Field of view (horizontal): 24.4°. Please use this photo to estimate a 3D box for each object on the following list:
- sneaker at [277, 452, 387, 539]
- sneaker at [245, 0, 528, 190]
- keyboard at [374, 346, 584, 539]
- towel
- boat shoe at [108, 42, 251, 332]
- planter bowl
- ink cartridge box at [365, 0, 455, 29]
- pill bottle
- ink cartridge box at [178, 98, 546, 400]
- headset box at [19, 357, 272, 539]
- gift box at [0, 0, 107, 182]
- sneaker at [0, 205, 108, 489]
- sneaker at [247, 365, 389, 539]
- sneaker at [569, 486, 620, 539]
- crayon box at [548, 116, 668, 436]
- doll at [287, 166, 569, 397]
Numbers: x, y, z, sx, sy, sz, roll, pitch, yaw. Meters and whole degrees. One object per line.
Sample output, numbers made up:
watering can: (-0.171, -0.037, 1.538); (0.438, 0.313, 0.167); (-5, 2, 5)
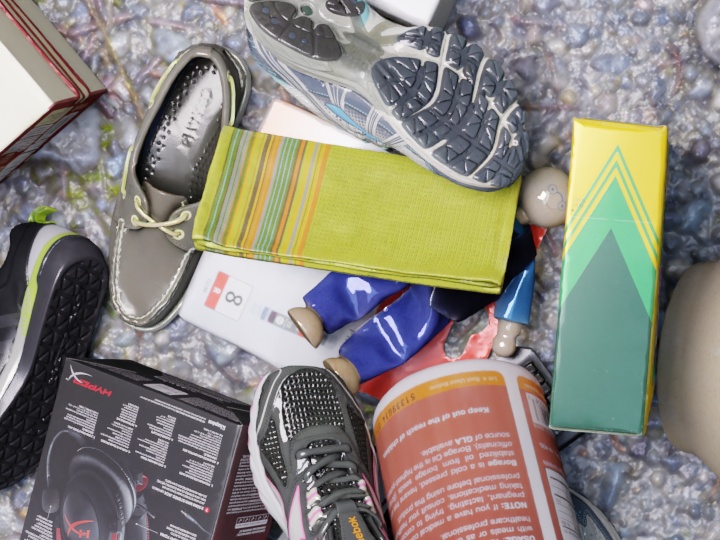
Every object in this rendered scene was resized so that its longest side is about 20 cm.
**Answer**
sneaker: (-0.028, 0.210, 1.066); (0.071, 0.073, 0.200); (41, 74, -14)
sneaker: (0.016, -0.115, 1.039); (0.200, 0.086, 0.078); (36, 69, 3)
keyboard: (0.067, 0.154, 1.108); (0.200, 0.021, 0.127); (-37, 93, 9)
towel: (-0.002, -0.040, 1.053); (0.199, 0.018, 0.086); (9, 71, 8)
boat shoe: (-0.128, -0.055, 1.112); (0.072, 0.060, 0.202); (18, 95, 5)
planter bowl: (0.262, 0.060, 1.010); (0.134, 0.200, 0.201); (5, 93, 31)
ink cartridge box: (-0.013, -0.259, 1.076); (0.200, 0.084, 0.146); (26, 96, 6)
pill bottle: (0.076, 0.163, 0.997); (0.112, 0.112, 0.200); (-16, 55, 8)
ink cartridge box: (0.000, 0.000, 1.102); (0.200, 0.050, 0.163); (26, 96, 9)
headset box: (-0.142, 0.173, 1.094); (0.148, 0.075, 0.201); (17, 94, 29)
gift box: (-0.284, -0.143, 1.077); (0.200, 0.185, 0.187); (-41, 95, 4)
sneaker: (-0.236, 0.054, 1.141); (0.083, 0.072, 0.200); (28, 97, 33)
sneaker: (-0.010, 0.151, 0.994); (0.080, 0.086, 0.201); (-13, 85, -18)
sneaker: (0.148, 0.234, 1.064); (0.077, 0.086, 0.201); (-18, 96, 3)
crayon box: (0.152, 0.000, 1.004); (0.058, 0.200, 0.173); (4, 92, 10)
doll: (0.057, 0.001, 1.072); (0.200, 0.048, 0.137); (-36, 92, -6)
